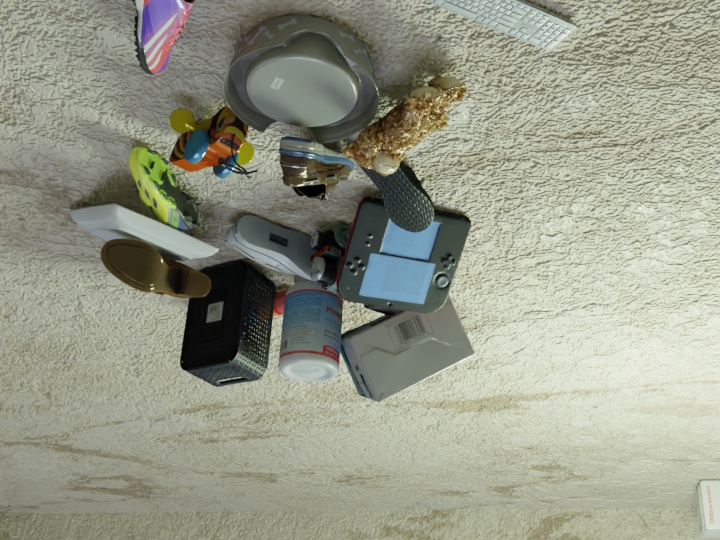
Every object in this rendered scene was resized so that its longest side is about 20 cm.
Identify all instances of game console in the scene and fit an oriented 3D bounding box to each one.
[{"bbox_3d":[0.068,-0.021,1.499,0.197,0.031,0.179,9,116,-20],"label":"game console"}]

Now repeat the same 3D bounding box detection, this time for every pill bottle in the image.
[{"bbox_3d":[-0.086,0.089,1.658,0.107,0.203,0.109,3,154,1],"label":"pill bottle"}]

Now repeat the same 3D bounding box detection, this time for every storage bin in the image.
[{"bbox_3d":[-0.242,0.098,1.693,0.134,0.203,0.094,-12,150,29],"label":"storage bin"}]

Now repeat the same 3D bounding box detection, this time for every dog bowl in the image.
[{"bbox_3d":[-0.073,-0.242,1.171,0.197,0.059,0.201,3,152,1],"label":"dog bowl"}]

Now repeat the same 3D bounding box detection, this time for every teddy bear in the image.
[{"bbox_3d":[0.061,-0.185,1.213,0.199,0.067,0.145,-35,180,30],"label":"teddy bear"}]

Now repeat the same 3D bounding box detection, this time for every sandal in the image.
[{"bbox_3d":[0.059,-0.134,1.389,0.074,0.048,0.201,-9,138,25],"label":"sandal"}]

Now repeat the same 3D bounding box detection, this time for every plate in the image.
[{"bbox_3d":[-0.363,-0.056,1.532,0.198,0.033,0.199,24,166,-36],"label":"plate"}]

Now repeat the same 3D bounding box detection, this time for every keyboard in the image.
[{"bbox_3d":[0.156,-0.304,1.076,0.198,0.011,0.056,16,150,-21],"label":"keyboard"}]

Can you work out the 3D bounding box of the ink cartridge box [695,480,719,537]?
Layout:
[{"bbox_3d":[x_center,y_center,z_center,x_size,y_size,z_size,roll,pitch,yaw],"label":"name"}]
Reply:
[{"bbox_3d":[1.134,0.727,2.811,0.197,0.149,0.145,-2,153,12],"label":"ink cartridge box"}]

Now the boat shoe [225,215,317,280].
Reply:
[{"bbox_3d":[-0.137,-0.034,1.583,0.199,0.074,0.065,30,149,-24],"label":"boat shoe"}]

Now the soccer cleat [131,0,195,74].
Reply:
[{"bbox_3d":[-0.227,-0.298,1.076,0.072,0.069,0.201,3,151,-8],"label":"soccer cleat"}]

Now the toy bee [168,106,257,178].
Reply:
[{"bbox_3d":[-0.187,-0.184,1.276,0.198,0.110,0.131,17,172,33],"label":"toy bee"}]

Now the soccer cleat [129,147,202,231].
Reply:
[{"bbox_3d":[-0.318,-0.119,1.434,0.082,0.066,0.201,-2,153,16],"label":"soccer cleat"}]

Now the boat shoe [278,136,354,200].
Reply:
[{"bbox_3d":[-0.067,-0.137,1.293,0.071,0.074,0.200,11,-178,22],"label":"boat shoe"}]

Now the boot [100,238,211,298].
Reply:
[{"bbox_3d":[-0.362,0.002,1.547,0.199,0.075,0.154,26,169,-31],"label":"boot"}]

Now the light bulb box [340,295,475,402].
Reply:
[{"bbox_3d":[0.074,0.137,1.670,0.196,0.126,0.200,-24,-179,-11],"label":"light bulb box"}]

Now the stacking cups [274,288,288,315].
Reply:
[{"bbox_3d":[-0.207,0.081,1.817,0.198,0.061,0.060,-14,148,28],"label":"stacking cups"}]

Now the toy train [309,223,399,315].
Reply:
[{"bbox_3d":[0.000,0.000,1.570,0.198,0.115,0.085,21,148,-30],"label":"toy train"}]
